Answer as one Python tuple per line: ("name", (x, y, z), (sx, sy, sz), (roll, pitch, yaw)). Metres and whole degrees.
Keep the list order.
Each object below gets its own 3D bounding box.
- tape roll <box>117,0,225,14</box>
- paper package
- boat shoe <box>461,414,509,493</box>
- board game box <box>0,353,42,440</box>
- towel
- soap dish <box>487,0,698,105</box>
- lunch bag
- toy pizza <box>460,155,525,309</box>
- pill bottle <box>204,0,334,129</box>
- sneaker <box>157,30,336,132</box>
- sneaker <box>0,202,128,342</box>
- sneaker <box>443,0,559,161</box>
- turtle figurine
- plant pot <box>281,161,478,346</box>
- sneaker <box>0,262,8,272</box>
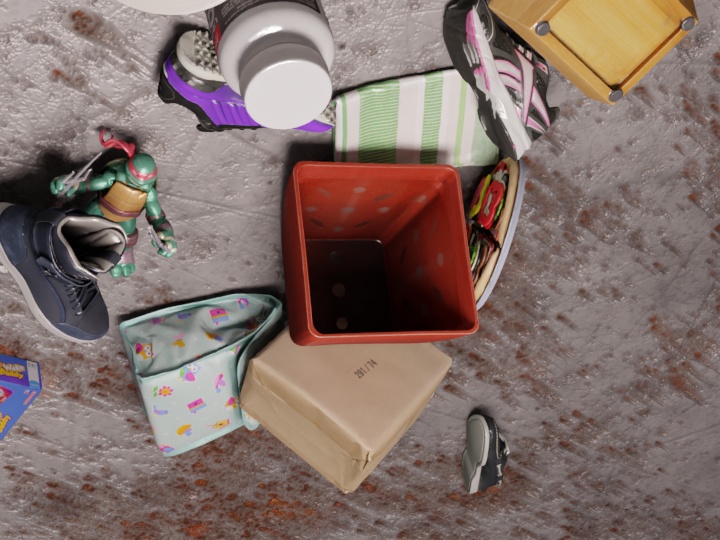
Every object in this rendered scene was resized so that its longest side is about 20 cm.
("tape roll", (-0.170, -0.328, 1.202), (0.203, 0.037, 0.203), (0, 114, 0))
("paper package", (-0.020, 0.137, 1.670), (0.200, 0.191, 0.104), (-43, 166, -42))
("boat shoe", (0.194, 0.272, 2.061), (0.060, 0.076, 0.200), (-10, 151, -9))
("board game box", (-0.507, 0.177, 1.706), (0.134, 0.045, 0.200), (20, 127, -36))
("towel", (0.066, -0.162, 1.559), (0.200, 0.023, 0.153), (-10, 138, -9))
("soap dish", (0.253, -0.277, 1.441), (0.157, 0.081, 0.200), (-44, 133, 15))
("lunch bag", (-0.183, 0.122, 1.711), (0.200, 0.122, 0.170), (-18, 138, -13))
("toy pizza", (0.143, -0.047, 1.593), (0.032, 0.200, 0.200), (17, 132, -7))
("pill bottle", (-0.086, -0.228, 1.288), (0.111, 0.200, 0.111), (-10, 138, -9))
("sneaker", (-0.124, -0.181, 1.439), (0.200, 0.070, 0.100), (19, 134, -31))
("sneaker", (-0.295, 0.010, 1.459), (0.146, 0.077, 0.202), (2, 140, 34))
("sneaker", (0.158, -0.222, 1.487), (0.086, 0.080, 0.200), (-36, 130, -11))
("turtle figurine", (-0.261, -0.068, 1.479), (0.150, 0.101, 0.200), (30, 141, -10))
("plant pot", (0.000, 0.000, 1.580), (0.200, 0.200, 0.176), (0, 163, -21))
("sneaker", (-0.419, -0.059, 1.457), (0.200, 0.067, 0.090), (26, 125, -37))
